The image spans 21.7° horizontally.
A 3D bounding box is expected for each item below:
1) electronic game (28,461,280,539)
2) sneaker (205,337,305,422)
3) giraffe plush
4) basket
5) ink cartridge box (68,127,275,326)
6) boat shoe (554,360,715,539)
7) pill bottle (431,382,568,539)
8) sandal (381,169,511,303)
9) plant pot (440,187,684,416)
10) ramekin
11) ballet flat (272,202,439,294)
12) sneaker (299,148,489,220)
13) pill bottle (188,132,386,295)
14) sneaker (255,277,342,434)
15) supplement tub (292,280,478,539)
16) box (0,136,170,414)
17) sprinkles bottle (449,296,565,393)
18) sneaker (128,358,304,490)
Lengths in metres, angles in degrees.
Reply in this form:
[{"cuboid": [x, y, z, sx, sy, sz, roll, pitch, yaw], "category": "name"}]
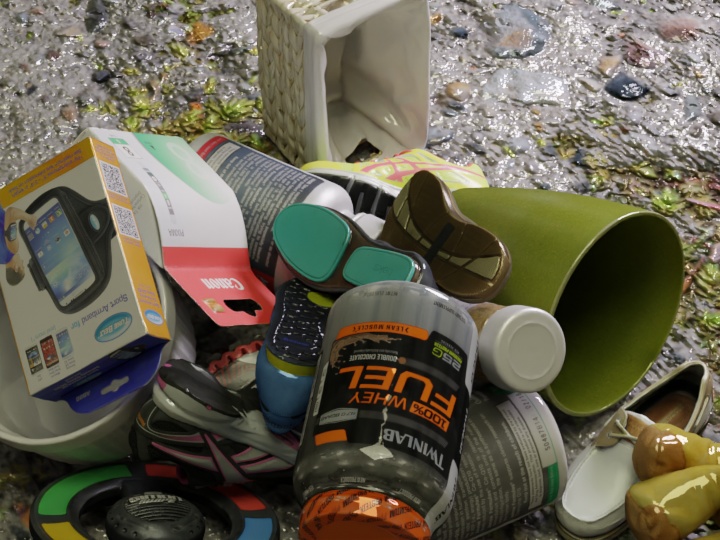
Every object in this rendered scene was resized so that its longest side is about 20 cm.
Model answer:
[{"cuboid": [-0.162, 0.200, 1.487, 0.198, 0.042, 0.200, 6, 19, -2], "category": "electronic game"}, {"cuboid": [-0.057, 0.102, 1.612, 0.199, 0.071, 0.098, -17, 47, -20], "category": "sneaker"}, {"cuboid": [0.327, 0.173, 1.475, 0.199, 0.162, 0.174, -7, 70, -27], "category": "giraffe plush"}, {"cuboid": [-0.020, -0.195, 1.814, 0.135, 0.201, 0.123, -27, 47, -26], "category": "basket"}, {"cuboid": [-0.138, -0.037, 1.582, 0.200, 0.050, 0.161, 43, 16, 17], "category": "ink cartridge box"}, {"cuboid": [0.230, 0.147, 1.587, 0.074, 0.069, 0.200, 30, 53, 22], "category": "boat shoe"}, {"cuboid": [0.059, 0.171, 1.525, 0.199, 0.114, 0.113, -21, 51, -22], "category": "pill bottle"}, {"cuboid": [0.077, -0.019, 1.594, 0.081, 0.054, 0.200, -52, 35, 4], "category": "sandal"}, {"cuboid": [0.150, 0.003, 1.662, 0.187, 0.188, 0.199, -34, 43, -30], "category": "plant pot"}, {"cuboid": [-0.232, 0.067, 1.571, 0.198, 0.105, 0.202, -8, 65, 16], "category": "ramekin"}, {"cuboid": [0.000, 0.000, 1.582, 0.073, 0.074, 0.199, -29, 32, -27], "category": "ballet flat"}, {"cuboid": [0.033, -0.078, 1.789, 0.198, 0.078, 0.091, 10, 46, -10], "category": "sneaker"}, {"cuboid": [-0.074, -0.037, 1.709, 0.199, 0.120, 0.120, 24, 50, 19], "category": "pill bottle"}, {"cuboid": [-0.050, 0.068, 1.558, 0.065, 0.079, 0.200, 15, 24, 3], "category": "sneaker"}, {"cuboid": [0.018, 0.119, 1.413, 0.121, 0.123, 0.201, 8, 55, 5], "category": "supplement tub"}, {"cuboid": [-0.226, 0.009, 1.489, 0.118, 0.041, 0.201, -28, 66, 20], "category": "box"}, {"cuboid": [0.091, 0.057, 1.561, 0.068, 0.069, 0.200, -23, 13, -23], "category": "sprinkles bottle"}, {"cuboid": [-0.109, 0.142, 1.526, 0.199, 0.086, 0.080, 31, 17, -36], "category": "sneaker"}]
